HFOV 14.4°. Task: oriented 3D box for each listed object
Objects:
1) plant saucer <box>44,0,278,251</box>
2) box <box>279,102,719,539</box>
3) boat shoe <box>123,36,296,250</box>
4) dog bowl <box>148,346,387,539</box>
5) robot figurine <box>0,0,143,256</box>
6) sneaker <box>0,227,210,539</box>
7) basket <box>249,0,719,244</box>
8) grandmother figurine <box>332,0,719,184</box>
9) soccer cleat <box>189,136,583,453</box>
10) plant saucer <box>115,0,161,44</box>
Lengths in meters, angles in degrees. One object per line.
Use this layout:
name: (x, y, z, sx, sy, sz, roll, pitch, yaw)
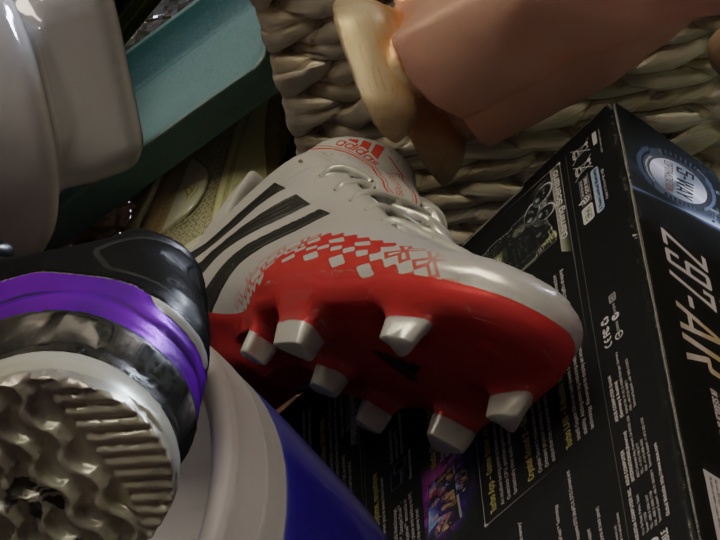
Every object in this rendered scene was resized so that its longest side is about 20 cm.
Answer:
plant saucer: (-0.097, -0.034, 0.953, 0.200, 0.019, 0.070, -34, 31, 28)
box: (0.038, 0.072, 0.746, 0.160, 0.044, 0.200, -44, 28, 26)
boat shoe: (-0.046, -0.043, 0.973, 0.063, 0.073, 0.201, -3, 47, 12)
dog bowl: (-0.089, 0.110, 0.734, 0.200, 0.079, 0.200, -28, 35, 22)
robot figurine: (-0.170, -0.040, 0.870, 0.200, 0.113, 0.170, -18, 15, -22)
sneaker: (-0.114, 0.044, 0.710, 0.200, 0.070, 0.100, -20, 31, 29)
basket: (0.079, -0.101, 0.922, 0.198, 0.161, 0.200, -7, 36, 14)
grandmother figurine: (0.093, -0.091, 0.766, 0.200, 0.121, 0.061, -24, 72, 16)
soccer cleat: (0.000, 0.000, 0.770, 0.200, 0.069, 0.085, -10, 50, 62)
plant saucer: (-0.138, -0.107, 0.977, 0.200, 0.200, 0.048, -5, 65, -34)
